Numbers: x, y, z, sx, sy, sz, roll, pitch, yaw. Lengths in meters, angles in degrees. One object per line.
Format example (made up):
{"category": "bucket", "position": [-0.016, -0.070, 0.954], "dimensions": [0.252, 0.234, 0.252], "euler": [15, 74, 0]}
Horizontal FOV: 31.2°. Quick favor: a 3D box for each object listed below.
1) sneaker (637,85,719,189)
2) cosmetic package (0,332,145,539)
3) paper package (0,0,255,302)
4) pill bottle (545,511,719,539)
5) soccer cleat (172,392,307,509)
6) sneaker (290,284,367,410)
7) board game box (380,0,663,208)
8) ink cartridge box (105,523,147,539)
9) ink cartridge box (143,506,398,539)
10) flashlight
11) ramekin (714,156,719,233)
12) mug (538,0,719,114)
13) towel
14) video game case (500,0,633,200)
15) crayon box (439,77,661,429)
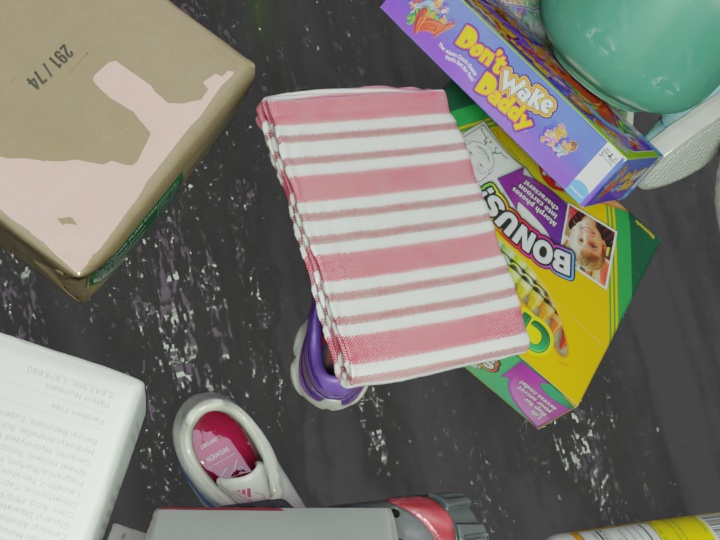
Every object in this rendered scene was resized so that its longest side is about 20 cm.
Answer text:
{"category": "sneaker", "position": [0.272, -0.144, 1.023], "dimensions": [0.200, 0.074, 0.082], "euler": [-38, 65, -15]}
{"category": "cosmetic package", "position": [-0.243, 0.149, 0.815], "dimensions": [0.164, 0.165, 0.201], "euler": [19, 75, -5]}
{"category": "paper package", "position": [-0.205, -0.114, 0.909], "dimensions": [0.190, 0.103, 0.200], "euler": [37, 74, 0]}
{"category": "pill bottle", "position": [0.193, 0.233, 0.900], "dimensions": [0.198, 0.109, 0.110], "euler": [-5, 79, -10]}
{"category": "soccer cleat", "position": [-0.068, 0.174, 0.880], "dimensions": [0.070, 0.086, 0.201], "euler": [-32, 85, -14]}
{"category": "sneaker", "position": [0.000, 0.000, 0.930], "dimensions": [0.080, 0.083, 0.202], "euler": [8, 76, -8]}
{"category": "board game box", "position": [0.119, -0.133, 0.922], "dimensions": [0.200, 0.134, 0.045], "euler": [46, 111, 12]}
{"category": "ink cartridge box", "position": [-0.093, 0.271, 0.833], "dimensions": [0.199, 0.084, 0.146], "euler": [19, 101, -6]}
{"category": "ink cartridge box", "position": [-0.052, 0.245, 0.742], "dimensions": [0.144, 0.083, 0.202], "euler": [1, 104, -3]}
{"category": "flashlight", "position": [-0.006, 0.186, 0.851], "dimensions": [0.199, 0.068, 0.068], "euler": [1, 112, -42]}
{"category": "ramekin", "position": [0.363, -0.058, 0.974], "dimensions": [0.198, 0.105, 0.202], "euler": [0, 91, -18]}
{"category": "mug", "position": [0.218, -0.185, 0.951], "dimensions": [0.184, 0.115, 0.153], "euler": [10, 38, -39]}
{"category": "towel", "position": [0.021, -0.027, 0.832], "dimensions": [0.145, 0.030, 0.201], "euler": [-8, 72, -31]}
{"category": "video game case", "position": [0.150, -0.164, 1.024], "dimensions": [0.142, 0.018, 0.202], "euler": [9, 77, -7]}
{"category": "crayon box", "position": [0.099, -0.019, 0.918], "dimensions": [0.200, 0.058, 0.173], "euler": [39, 52, -5]}
